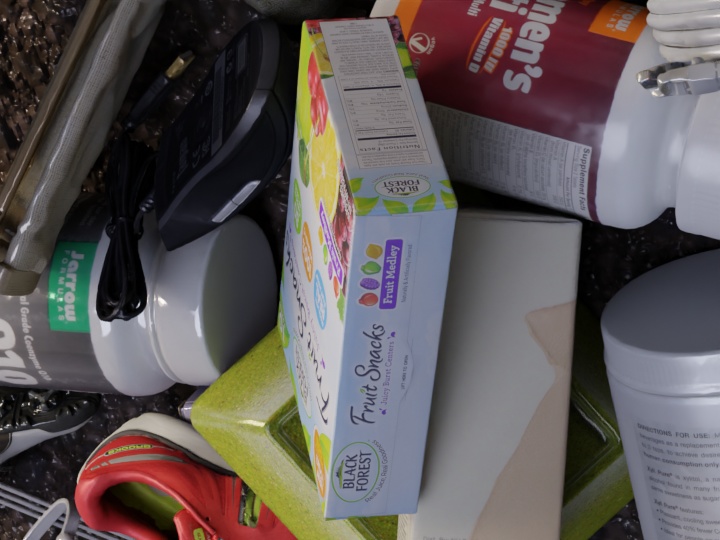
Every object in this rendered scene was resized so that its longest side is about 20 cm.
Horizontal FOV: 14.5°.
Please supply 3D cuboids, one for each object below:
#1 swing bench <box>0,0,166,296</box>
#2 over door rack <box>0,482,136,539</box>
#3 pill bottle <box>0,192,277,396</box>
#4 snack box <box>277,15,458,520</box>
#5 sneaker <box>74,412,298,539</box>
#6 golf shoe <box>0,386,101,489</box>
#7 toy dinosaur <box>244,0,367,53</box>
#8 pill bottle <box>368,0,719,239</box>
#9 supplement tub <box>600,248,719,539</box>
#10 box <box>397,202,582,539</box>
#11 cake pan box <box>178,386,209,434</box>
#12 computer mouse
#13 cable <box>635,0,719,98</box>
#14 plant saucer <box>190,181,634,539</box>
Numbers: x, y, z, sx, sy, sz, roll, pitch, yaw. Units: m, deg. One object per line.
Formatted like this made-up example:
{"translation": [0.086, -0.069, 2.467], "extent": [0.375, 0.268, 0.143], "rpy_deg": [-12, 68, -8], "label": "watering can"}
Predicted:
{"translation": [-0.208, -0.119, 1.481], "extent": [0.200, 0.130, 0.199], "rpy_deg": [27, 96, 8], "label": "swing bench"}
{"translation": [-0.230, 0.202, 1.705], "extent": [0.148, 0.067, 0.200], "rpy_deg": [27, 132, -30], "label": "over door rack"}
{"translation": [-0.155, 0.012, 1.575], "extent": [0.200, 0.113, 0.113], "rpy_deg": [2, 117, 25], "label": "pill bottle"}
{"translation": [0.000, 0.000, 1.350], "extent": [0.053, 0.142, 0.200], "rpy_deg": [-3, 133, -10], "label": "snack box"}
{"translation": [-0.068, 0.149, 1.564], "extent": [0.200, 0.085, 0.077], "rpy_deg": [17, 122, 17], "label": "sneaker"}
{"translation": [-0.226, 0.098, 1.693], "extent": [0.200, 0.078, 0.095], "rpy_deg": [-9, 129, 31], "label": "golf shoe"}
{"translation": [-0.034, -0.162, 1.412], "extent": [0.077, 0.200, 0.102], "rpy_deg": [-2, 78, 15], "label": "toy dinosaur"}
{"translation": [0.105, -0.084, 1.399], "extent": [0.200, 0.110, 0.110], "rpy_deg": [16, 122, 17], "label": "pill bottle"}
{"translation": [0.203, 0.102, 1.439], "extent": [0.132, 0.132, 0.200], "rpy_deg": [-2, 116, 27], "label": "supplement tub"}
{"translation": [0.063, 0.068, 1.424], "extent": [0.078, 0.095, 0.200], "rpy_deg": [4, 96, -2], "label": "box"}
{"translation": [0.008, 0.152, 1.611], "extent": [0.184, 0.052, 0.200], "rpy_deg": [-3, 114, 29], "label": "cake pan box"}
{"translation": [-0.076, -0.071, 1.454], "extent": [0.046, 0.141, 0.200], "rpy_deg": [20, 132, -22], "label": "computer mouse"}
{"translation": [0.223, -0.143, 1.258], "extent": [0.200, 0.200, 0.069], "rpy_deg": [-14, 99, 20], "label": "cable"}
{"translation": [0.044, 0.084, 1.495], "extent": [0.200, 0.048, 0.200], "rpy_deg": [-43, 93, 2], "label": "plant saucer"}
